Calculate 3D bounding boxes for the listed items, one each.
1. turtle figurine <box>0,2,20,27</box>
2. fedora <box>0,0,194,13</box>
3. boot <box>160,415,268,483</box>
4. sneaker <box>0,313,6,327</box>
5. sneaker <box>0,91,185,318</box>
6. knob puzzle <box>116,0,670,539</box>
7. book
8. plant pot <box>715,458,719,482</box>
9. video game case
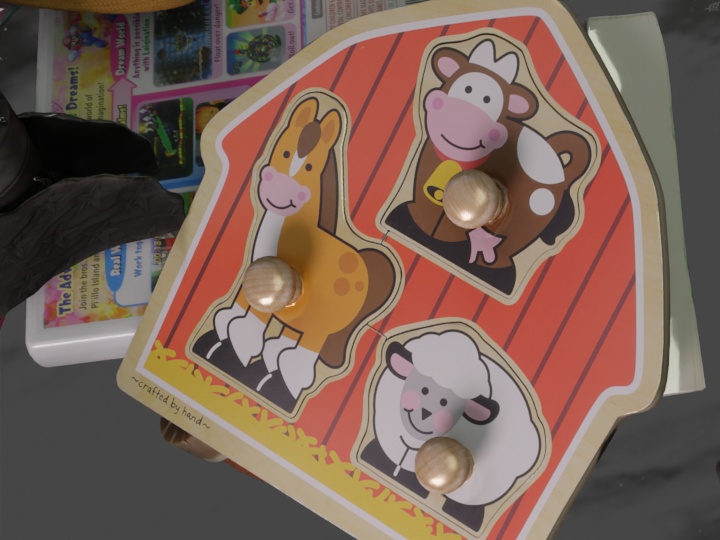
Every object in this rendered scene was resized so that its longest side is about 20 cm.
[{"bbox_3d":[-0.235,-0.154,0.898,0.150,0.101,0.200,-43,97,-4],"label":"turtle figurine"},{"bbox_3d":[-0.101,-0.148,0.858,0.199,0.201,0.082,-3,113,-6],"label":"fedora"},{"bbox_3d":[0.000,0.000,0.926,0.107,0.075,0.201,27,75,-23],"label":"boot"},{"bbox_3d":[-0.198,0.030,0.898,0.083,0.077,0.201,26,72,2],"label":"sneaker"},{"bbox_3d":[-0.167,-0.003,0.808,0.199,0.104,0.060,-31,61,-1],"label":"sneaker"},{"bbox_3d":[0.019,-0.007,0.772,0.218,0.030,0.222,-2,86,24],"label":"knob puzzle"},{"bbox_3d":[0.084,-0.013,0.861,0.048,0.200,0.135,-4,85,-7],"label":"book"},{"bbox_3d":[0.240,0.129,0.890,0.186,0.187,0.200,-37,75,-8],"label":"plant pot"},{"bbox_3d":[-0.042,-0.064,0.882,0.181,0.024,0.201,-8,60,9],"label":"video game case"}]
